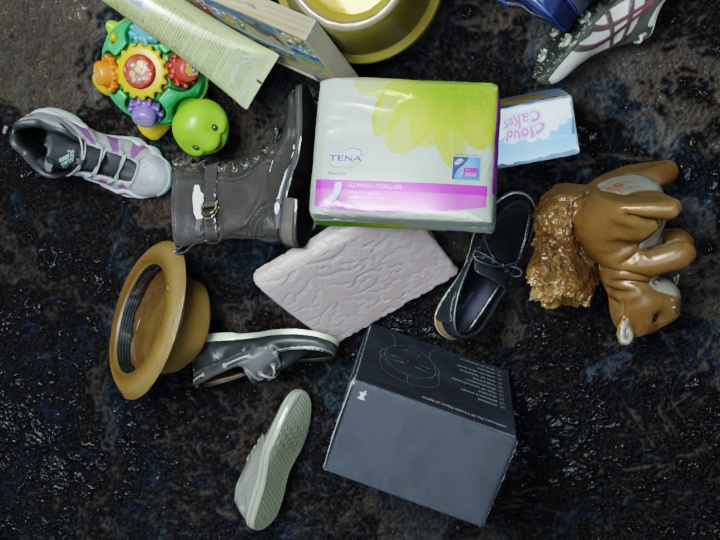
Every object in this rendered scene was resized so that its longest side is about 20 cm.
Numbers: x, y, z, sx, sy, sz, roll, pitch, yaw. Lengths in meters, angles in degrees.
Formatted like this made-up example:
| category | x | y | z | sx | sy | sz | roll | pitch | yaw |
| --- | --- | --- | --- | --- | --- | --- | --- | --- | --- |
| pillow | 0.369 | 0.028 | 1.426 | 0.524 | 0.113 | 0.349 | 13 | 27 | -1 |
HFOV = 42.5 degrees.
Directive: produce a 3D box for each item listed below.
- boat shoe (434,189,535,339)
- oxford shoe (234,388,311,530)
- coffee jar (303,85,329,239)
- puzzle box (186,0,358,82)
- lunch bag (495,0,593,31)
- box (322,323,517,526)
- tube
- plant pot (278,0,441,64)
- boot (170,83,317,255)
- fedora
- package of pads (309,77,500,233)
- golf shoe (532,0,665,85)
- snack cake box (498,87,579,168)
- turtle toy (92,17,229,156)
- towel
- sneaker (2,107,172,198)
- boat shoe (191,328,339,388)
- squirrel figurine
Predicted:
| category | x | y | z | sx | sy | sz | roll | pitch | yaw |
| --- | --- | --- | --- | --- | --- | --- | --- | --- | --- |
| boat shoe | 0.157 | -0.003 | 1.120 | 0.074 | 0.062 | 0.202 | 30 | 92 | -17 |
| oxford shoe | -0.120 | 0.245 | 1.224 | 0.057 | 0.075 | 0.202 | 29 | 106 | 35 |
| coffee jar | -0.033 | -0.125 | 1.102 | 0.104 | 0.085 | 0.202 | 37 | 109 | 37 |
| puzzle box | -0.105 | -0.266 | 1.024 | 0.198 | 0.133 | 0.026 | 29 | 87 | 26 |
| lunch bag | 0.172 | -0.356 | 0.995 | 0.200 | 0.136 | 0.133 | 42 | 104 | 16 |
| box | 0.075 | 0.178 | 1.117 | 0.197 | 0.197 | 0.126 | 19 | 105 | 1 |
| tube | -0.192 | -0.266 | 1.035 | 0.199 | 0.058 | 0.052 | 33 | 70 | -9 |
| plant pot | -0.004 | -0.326 | 1.006 | 0.197 | 0.189 | 0.204 | 1 | 104 | 4 |
| boot | -0.137 | -0.114 | 1.045 | 0.172 | 0.069 | 0.203 | 4 | 83 | 18 |
| fedora | -0.244 | 0.067 | 1.162 | 0.081 | 0.201 | 0.202 | 17 | 109 | -35 |
| package of pads | 0.048 | -0.125 | 0.981 | 0.197 | 0.068 | 0.157 | 3 | 80 | 10 |
| golf shoe | 0.284 | -0.277 | 1.050 | 0.088 | 0.077 | 0.200 | 37 | 110 | -19 |
| snack cake box | 0.144 | -0.157 | 1.070 | 0.197 | 0.115 | 0.068 | -10 | 103 | 8 |
| turtle toy | -0.232 | -0.221 | 1.099 | 0.146 | 0.101 | 0.200 | -43 | 96 | 14 |
| towel | 0.000 | 0.000 | 1.108 | 0.198 | 0.033 | 0.191 | -30 | 144 | 13 |
| sneaker | -0.333 | -0.131 | 1.110 | 0.197 | 0.140 | 0.079 | 20 | 105 | 1 |
| boat shoe | -0.121 | 0.114 | 1.177 | 0.197 | 0.072 | 0.069 | -6 | 66 | 12 |
| squirrel figurine | 0.294 | -0.011 | 1.095 | 0.197 | 0.142 | 0.189 | -6 | 114 | 12 |
